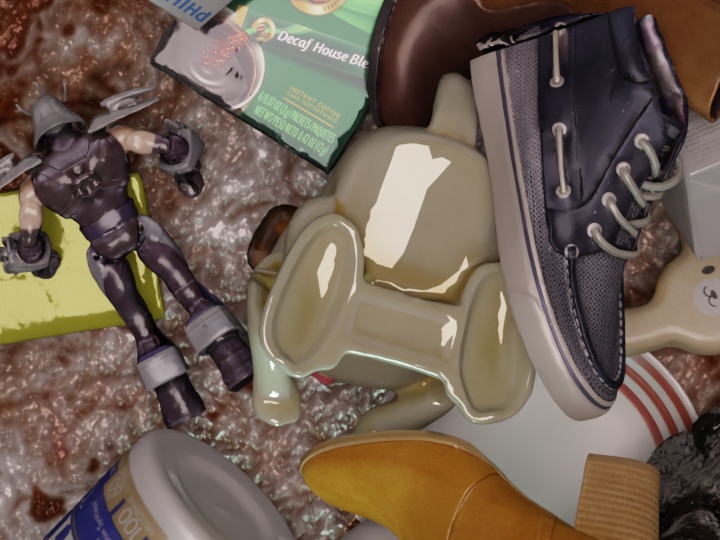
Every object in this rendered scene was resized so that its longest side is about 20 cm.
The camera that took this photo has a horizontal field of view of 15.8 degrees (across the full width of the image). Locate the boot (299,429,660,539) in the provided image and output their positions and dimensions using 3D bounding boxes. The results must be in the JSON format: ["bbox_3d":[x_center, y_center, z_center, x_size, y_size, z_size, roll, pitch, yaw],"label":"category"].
[{"bbox_3d":[0.050,0.159,1.279,0.200,0.071,0.145,2,66,22],"label":"boot"}]

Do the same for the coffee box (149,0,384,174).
[{"bbox_3d":[-0.017,-0.170,1.428,0.123,0.044,0.201,32,92,0],"label":"coffee box"}]

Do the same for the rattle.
[{"bbox_3d":[0.174,-0.014,1.385,0.199,0.143,0.131,26,61,8],"label":"rattle"}]

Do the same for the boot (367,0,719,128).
[{"bbox_3d":[0.115,-0.121,1.347,0.200,0.068,0.189,33,86,36],"label":"boot"}]

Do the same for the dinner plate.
[{"bbox_3d":[0.098,0.123,1.451,0.199,0.024,0.202,0,94,1],"label":"dinner plate"}]

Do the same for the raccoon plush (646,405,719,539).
[{"bbox_3d":[0.202,0.165,1.380,0.134,0.096,0.200,55,51,-17],"label":"raccoon plush"}]

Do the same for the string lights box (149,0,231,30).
[{"bbox_3d":[-0.046,-0.232,1.367,0.200,0.059,0.103,-38,52,21],"label":"string lights box"}]

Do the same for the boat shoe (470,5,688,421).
[{"bbox_3d":[0.118,-0.034,1.262,0.092,0.075,0.201,-18,78,27],"label":"boat shoe"}]

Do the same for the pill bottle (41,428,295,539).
[{"bbox_3d":[-0.137,0.194,1.405,0.120,0.120,0.200,44,105,-1],"label":"pill bottle"}]

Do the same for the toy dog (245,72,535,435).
[{"bbox_3d":[0.000,0.000,1.358,0.139,0.200,0.195,6,81,-13],"label":"toy dog"}]

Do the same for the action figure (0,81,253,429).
[{"bbox_3d":[-0.130,-0.014,1.416,0.130,0.069,0.201,-29,93,10],"label":"action figure"}]

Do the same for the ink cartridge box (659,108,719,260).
[{"bbox_3d":[0.187,-0.111,1.381,0.115,0.200,0.068,-21,137,-5],"label":"ink cartridge box"}]

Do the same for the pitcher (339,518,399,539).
[{"bbox_3d":[0.012,0.238,1.370,0.121,0.172,0.201,22,106,-23],"label":"pitcher"}]

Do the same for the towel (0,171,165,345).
[{"bbox_3d":[-0.213,0.001,1.456,0.199,0.018,0.087,-9,98,1],"label":"towel"}]
